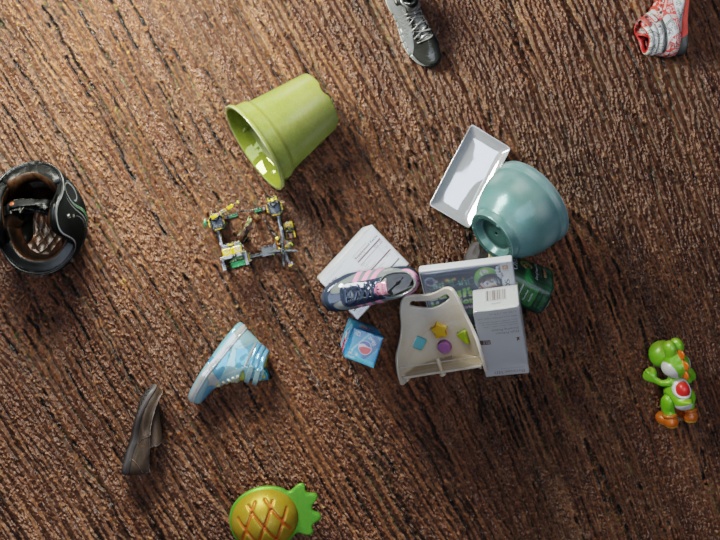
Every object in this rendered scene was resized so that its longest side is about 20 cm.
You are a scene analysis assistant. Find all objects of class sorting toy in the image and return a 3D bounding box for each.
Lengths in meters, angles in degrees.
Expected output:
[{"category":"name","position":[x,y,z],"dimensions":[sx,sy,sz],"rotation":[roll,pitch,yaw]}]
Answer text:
[{"category":"sorting toy","position":[0.164,0.129,1.718],"dimensions":[0.196,0.107,0.184],"rotation":[-11,105,21]}]

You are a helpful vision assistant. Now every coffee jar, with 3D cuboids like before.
[{"category":"coffee jar","position":[0.317,0.013,1.760],"dimensions":[0.196,0.105,0.086],"rotation":[20,124,-5]}]

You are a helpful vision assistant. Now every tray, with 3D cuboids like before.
[{"category":"tray","position":[0.241,-0.208,1.790],"dimensions":[0.106,0.022,0.203],"rotation":[28,90,-4]}]

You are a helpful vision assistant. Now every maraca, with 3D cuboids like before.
[{"category":"maraca","position":[-0.184,0.527,1.736],"dimensions":[0.195,0.107,0.141],"rotation":[-11,100,-4]}]

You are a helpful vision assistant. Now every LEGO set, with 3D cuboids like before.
[{"category":"LEGO set","position":[-0.233,-0.076,1.708],"dimensions":[0.195,0.116,0.158],"rotation":[-6,92,-5]}]

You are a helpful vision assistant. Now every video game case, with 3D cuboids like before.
[{"category":"video game case","position":[0.235,0.055,1.721],"dimensions":[0.195,0.024,0.184],"rotation":[-6,129,14]}]

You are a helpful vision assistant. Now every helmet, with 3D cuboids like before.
[{"category":"helmet","position":[-0.646,-0.098,1.639],"dimensions":[0.195,0.193,0.204],"rotation":[1,53,-1]}]

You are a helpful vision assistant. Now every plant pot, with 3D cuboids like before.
[{"category":"plant pot","position":[-0.152,-0.305,1.685],"dimensions":[0.183,0.200,0.202],"rotation":[-37,94,-14]},{"category":"plant pot","position":[0.316,-0.106,1.695],"dimensions":[0.133,0.200,0.202],"rotation":[-38,94,-20]}]

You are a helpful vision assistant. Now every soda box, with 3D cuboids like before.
[{"category":"soda box","position":[0.001,0.148,1.692],"dimensions":[0.066,0.200,0.066],"rotation":[19,91,-4]}]

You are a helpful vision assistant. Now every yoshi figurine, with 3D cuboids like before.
[{"category":"yoshi figurine","position":[0.697,0.241,1.820],"dimensions":[0.110,0.112,0.205],"rotation":[1,110,35]}]

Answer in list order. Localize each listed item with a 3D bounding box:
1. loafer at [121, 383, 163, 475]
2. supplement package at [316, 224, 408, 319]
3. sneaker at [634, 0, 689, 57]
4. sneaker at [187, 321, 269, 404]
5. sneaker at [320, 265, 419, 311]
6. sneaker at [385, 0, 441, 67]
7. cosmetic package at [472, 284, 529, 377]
[{"category":"loafer","position":[-0.454,0.343,1.734],"dimensions":[0.069,0.073,0.204],"rotation":[16,95,-15]},{"category":"supplement package","position":[0.000,0.000,1.688],"dimensions":[0.111,0.200,0.156],"rotation":[43,88,-5]},{"category":"sneaker","position":[0.664,-0.577,1.790],"dimensions":[0.105,0.067,0.207],"rotation":[-4,95,-7]},{"category":"sneaker","position":[-0.271,0.228,1.735],"dimensions":[0.130,0.080,0.202],"rotation":[37,90,-3]},{"category":"sneaker","position":[0.019,0.033,1.548],"dimensions":[0.195,0.082,0.072],"rotation":[-17,95,-4]},{"category":"sneaker","position":[0.114,-0.531,1.723],"dimensions":[0.074,0.115,0.202],"rotation":[-32,94,-3]},{"category":"cosmetic package","position":[0.299,0.131,1.716],"dimensions":[0.099,0.075,0.203],"rotation":[-8,128,14]}]
